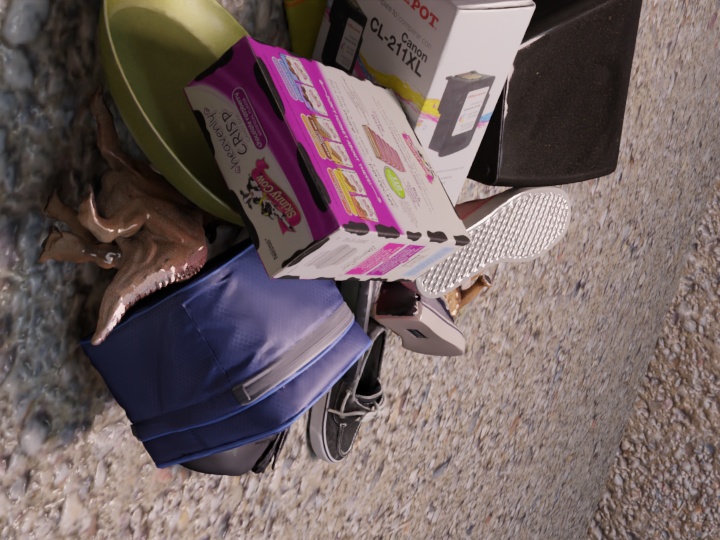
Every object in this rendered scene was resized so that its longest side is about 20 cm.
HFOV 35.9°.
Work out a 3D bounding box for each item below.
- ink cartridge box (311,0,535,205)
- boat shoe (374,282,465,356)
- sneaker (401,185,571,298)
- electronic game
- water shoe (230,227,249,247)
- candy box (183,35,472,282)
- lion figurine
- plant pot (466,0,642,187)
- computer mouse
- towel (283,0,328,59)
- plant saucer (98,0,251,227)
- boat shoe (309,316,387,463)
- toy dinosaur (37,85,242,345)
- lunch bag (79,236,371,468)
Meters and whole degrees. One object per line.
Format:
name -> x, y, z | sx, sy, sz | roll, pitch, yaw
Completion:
ink cartridge box -> 0.034, -0.159, 0.879 | 0.082, 0.146, 0.202 | -12, 137, -34
boat shoe -> 0.071, 0.030, 1.188 | 0.200, 0.074, 0.094 | 47, 47, -66
sneaker -> 0.103, -0.043, 1.073 | 0.198, 0.104, 0.076 | -24, 119, -26
electronic game -> 0.000, 0.000, 1.003 | 0.200, 0.041, 0.203 | -173, -90, -87
water shoe -> -0.090, 0.044, 0.955 | 0.202, 0.078, 0.071 | -63, 155, -6
candy box -> -0.015, -0.065, 0.736 | 0.061, 0.138, 0.199 | -33, 164, 24
lion figurine -> 0.109, 0.012, 1.326 | 0.122, 0.073, 0.200 | -41, 176, 30
plant pot -> 0.127, -0.184, 1.054 | 0.177, 0.198, 0.202 | -29, 131, -42
computer mouse -> -0.102, 0.146, 1.049 | 0.199, 0.052, 0.140 | 5, 107, -64
towel -> -0.025, -0.214, 0.914 | 0.085, 0.018, 0.201 | -27, 142, -17
plant saucer -> -0.102, -0.108, 0.727 | 0.031, 0.202, 0.199 | -31, 167, 25
boat shoe -> -0.005, 0.136, 1.213 | 0.073, 0.067, 0.202 | -28, 135, -52
toy dinosaur -> -0.131, -0.031, 0.733 | 0.134, 0.201, 0.086 | 23, 122, -28
lunch bag -> -0.100, 0.065, 0.813 | 0.136, 0.199, 0.133 | -37, 99, -44
